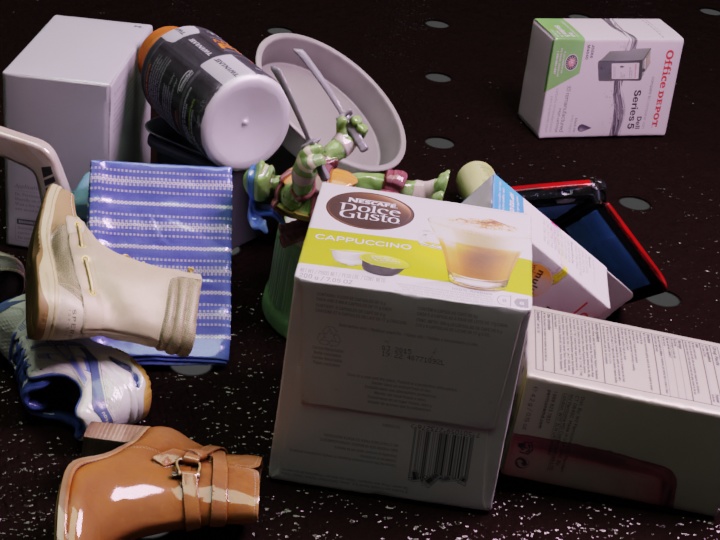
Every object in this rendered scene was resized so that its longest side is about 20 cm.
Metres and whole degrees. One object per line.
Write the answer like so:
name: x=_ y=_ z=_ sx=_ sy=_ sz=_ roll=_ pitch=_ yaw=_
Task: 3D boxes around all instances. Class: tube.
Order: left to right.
tube: x=0.152 y=-0.066 z=1.756 sx=0.057 sy=0.052 sz=0.201 roll=3 pitch=27 yaw=-11

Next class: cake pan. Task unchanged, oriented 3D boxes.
cake pan: x=-0.039 y=-0.176 z=1.653 sx=0.199 sy=0.037 sz=0.201 roll=28 pitch=36 yaw=-23

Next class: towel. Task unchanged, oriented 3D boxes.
towel: x=-0.195 y=-0.007 z=1.449 sx=0.143 sy=0.202 sz=0.024 roll=2 pitch=-13 yaw=-12

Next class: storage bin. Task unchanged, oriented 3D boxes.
storage bin: x=-0.150 y=-0.110 z=1.682 sx=0.145 sy=0.136 sz=0.199 roll=23 pitch=31 yaw=29

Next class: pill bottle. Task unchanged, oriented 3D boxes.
pill bottle: x=-0.163 y=-0.190 z=1.572 sx=0.105 sy=0.107 sz=0.200 roll=-11 pitch=33 yaw=-30

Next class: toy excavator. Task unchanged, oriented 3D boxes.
toy excavator: x=-0.291 y=-0.068 z=1.505 sx=0.192 sy=0.202 sz=0.100 roll=-5 pitch=26 yaw=8

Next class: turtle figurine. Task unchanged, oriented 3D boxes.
turtle figurine: x=-0.009 y=-0.112 z=1.432 sx=0.192 sy=0.202 sz=0.144 roll=16 pitch=-7 yaw=2

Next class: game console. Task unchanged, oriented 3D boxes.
game console: x=0.205 y=-0.021 z=1.555 sx=0.170 sy=0.120 sz=0.200 roll=-6 pitch=-6 yaw=-5

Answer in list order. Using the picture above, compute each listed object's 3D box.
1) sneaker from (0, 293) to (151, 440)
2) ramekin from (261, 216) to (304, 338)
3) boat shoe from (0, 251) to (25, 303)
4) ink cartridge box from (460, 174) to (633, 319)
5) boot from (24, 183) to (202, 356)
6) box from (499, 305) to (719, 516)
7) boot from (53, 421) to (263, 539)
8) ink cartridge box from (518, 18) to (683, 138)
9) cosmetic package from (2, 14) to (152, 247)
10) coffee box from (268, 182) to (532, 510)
sneaker: x=-0.281 y=0.084 z=1.348 sx=0.199 sy=0.076 sz=0.088 roll=25 pitch=33 yaw=32
ramekin: x=0.000 y=0.000 z=1.545 sx=0.198 sy=0.099 sz=0.201 roll=5 pitch=27 yaw=-3
boat shoe: x=-0.410 y=0.038 z=1.424 sx=0.198 sy=0.075 sz=0.073 roll=-16 pitch=44 yaw=-21
ink cartridge box: x=0.161 y=0.017 z=1.454 sx=0.199 sy=0.115 sz=0.068 roll=37 pitch=31 yaw=-20
boot: x=-0.225 y=0.001 z=1.374 sx=0.154 sy=0.073 sz=0.201 roll=9 pitch=31 yaw=-18
box: x=0.230 y=0.123 z=1.339 sx=0.198 sy=0.110 sz=0.128 roll=12 pitch=28 yaw=0
boot: x=-0.158 y=0.192 z=1.190 sx=0.153 sy=0.077 sz=0.200 roll=11 pitch=20 yaw=-1
ink cartridge box: x=0.332 y=-0.267 z=2.079 sx=0.198 sy=0.147 sz=0.084 roll=-3 pitch=29 yaw=-17
cosmetic package: x=-0.308 y=-0.152 z=1.655 sx=0.121 sy=0.202 sz=0.200 roll=8 pitch=27 yaw=2
coffee box: x=0.039 y=0.061 z=1.327 sx=0.197 sy=0.202 sz=0.198 roll=9 pitch=27 yaw=2
